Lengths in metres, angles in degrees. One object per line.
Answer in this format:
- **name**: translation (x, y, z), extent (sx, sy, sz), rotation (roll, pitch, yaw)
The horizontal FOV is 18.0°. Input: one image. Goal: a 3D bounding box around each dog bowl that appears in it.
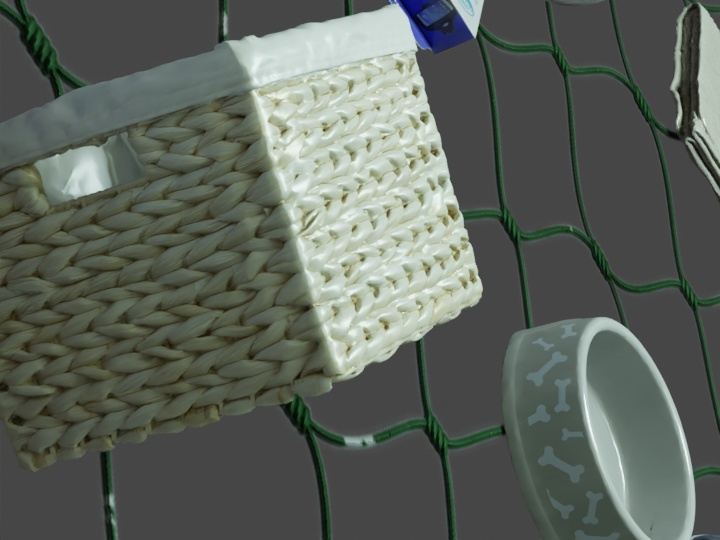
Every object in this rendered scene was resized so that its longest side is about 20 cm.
- **dog bowl**: translation (0.173, 0.124, 1.598), extent (0.200, 0.058, 0.201), rotation (41, 39, -45)

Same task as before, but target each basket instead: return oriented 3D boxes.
- **basket**: translation (-0.073, -0.020, 1.089), extent (0.200, 0.198, 0.161), rotation (-29, 101, -64)

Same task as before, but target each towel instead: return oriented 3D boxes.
- **towel**: translation (0.331, -0.145, 2.111), extent (0.133, 0.034, 0.200), rotation (55, 29, -30)

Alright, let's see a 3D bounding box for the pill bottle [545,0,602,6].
- **pill bottle**: translation (0.181, -0.315, 1.857), extent (0.113, 0.113, 0.200), rotation (53, 31, -29)

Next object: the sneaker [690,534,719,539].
- **sneaker**: translation (0.289, 0.223, 1.653), extent (0.202, 0.146, 0.077), rotation (-17, 86, -65)

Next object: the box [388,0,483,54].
- **box**: translation (0.050, -0.249, 1.647), extent (0.119, 0.041, 0.200), rotation (53, 29, -30)
